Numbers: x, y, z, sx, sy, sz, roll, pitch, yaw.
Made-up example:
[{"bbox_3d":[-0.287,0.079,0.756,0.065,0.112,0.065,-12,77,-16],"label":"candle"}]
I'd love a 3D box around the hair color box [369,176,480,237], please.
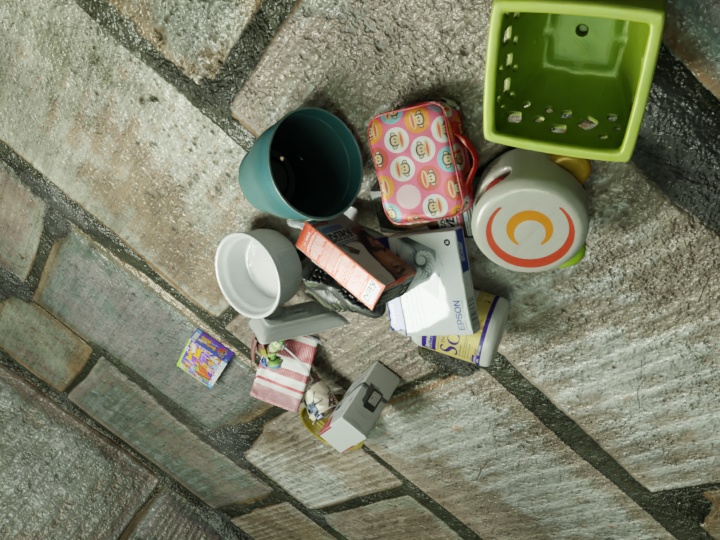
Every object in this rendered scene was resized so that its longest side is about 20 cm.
[{"bbox_3d":[0.127,-0.120,1.191,0.200,0.061,0.099,6,133,28],"label":"hair color box"}]

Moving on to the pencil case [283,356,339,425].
[{"bbox_3d":[-0.141,0.309,1.714,0.200,0.089,0.078,54,169,18],"label":"pencil case"}]

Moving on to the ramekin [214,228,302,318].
[{"bbox_3d":[-0.228,0.000,1.459,0.200,0.098,0.201,13,113,32],"label":"ramekin"}]

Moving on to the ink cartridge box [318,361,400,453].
[{"bbox_3d":[-0.001,0.345,1.625,0.083,0.200,0.145,39,139,-2],"label":"ink cartridge box"}]

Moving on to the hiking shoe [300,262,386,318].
[{"bbox_3d":[-0.033,0.054,1.378,0.200,0.076,0.101,27,151,17],"label":"hiking shoe"}]

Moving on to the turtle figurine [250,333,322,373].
[{"bbox_3d":[-0.198,0.148,1.610,0.200,0.144,0.194,-10,109,38],"label":"turtle figurine"}]

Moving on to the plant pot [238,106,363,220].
[{"bbox_3d":[-0.130,-0.183,1.200,0.188,0.200,0.200,-5,128,53],"label":"plant pot"}]

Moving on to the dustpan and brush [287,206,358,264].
[{"bbox_3d":[-0.093,-0.084,1.346,0.057,0.140,0.200,15,-176,-32],"label":"dustpan and brush"}]

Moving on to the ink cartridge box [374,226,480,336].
[{"bbox_3d":[0.114,0.026,1.207,0.200,0.041,0.200,-6,101,37],"label":"ink cartridge box"}]

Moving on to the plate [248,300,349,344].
[{"bbox_3d":[-0.146,0.109,1.453,0.200,0.200,0.032,-152,52,-70],"label":"plate"}]

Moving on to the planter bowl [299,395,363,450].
[{"bbox_3d":[-0.066,0.417,1.823,0.200,0.084,0.201,17,136,17],"label":"planter bowl"}]

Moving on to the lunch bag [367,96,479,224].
[{"bbox_3d":[0.114,-0.183,1.077,0.176,0.082,0.201,-5,102,32],"label":"lunch bag"}]

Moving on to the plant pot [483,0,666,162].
[{"bbox_3d":[0.284,-0.284,0.840,0.199,0.182,0.200,15,137,20],"label":"plant pot"}]

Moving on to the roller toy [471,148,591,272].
[{"bbox_3d":[0.279,-0.105,1.052,0.182,0.140,0.200,2,130,16],"label":"roller toy"}]

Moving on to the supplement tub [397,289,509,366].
[{"bbox_3d":[0.189,0.100,1.304,0.200,0.146,0.146,16,137,17],"label":"supplement tub"}]

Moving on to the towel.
[{"bbox_3d":[-0.201,0.257,1.687,0.144,0.200,0.023,15,177,18],"label":"towel"}]

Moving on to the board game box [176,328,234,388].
[{"bbox_3d":[-0.479,0.274,1.968,0.134,0.045,0.200,35,139,-3],"label":"board game box"}]

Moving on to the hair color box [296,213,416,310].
[{"bbox_3d":[-0.008,-0.022,1.188,0.200,0.111,0.064,40,123,20],"label":"hair color box"}]

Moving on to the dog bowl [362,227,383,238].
[{"bbox_3d":[0.000,0.000,1.391,0.200,0.059,0.200,18,137,17],"label":"dog bowl"}]
